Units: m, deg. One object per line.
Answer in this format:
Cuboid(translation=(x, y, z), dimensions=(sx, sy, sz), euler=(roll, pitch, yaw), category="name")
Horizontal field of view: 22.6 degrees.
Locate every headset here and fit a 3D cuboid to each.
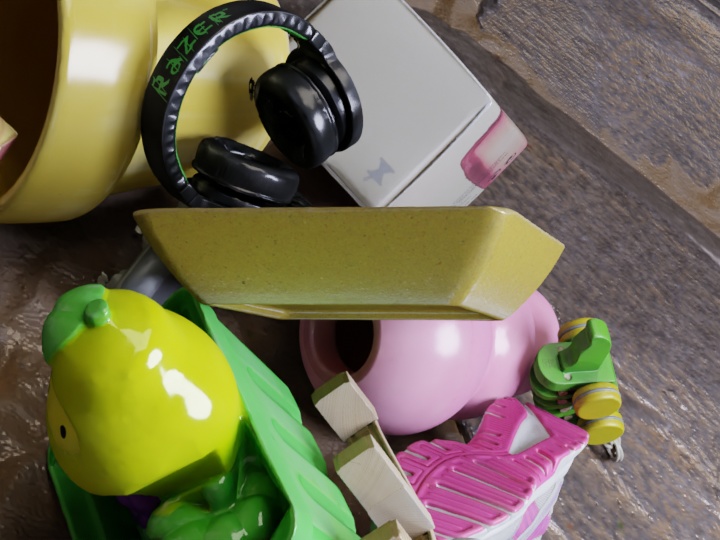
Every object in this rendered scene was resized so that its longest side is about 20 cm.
Cuboid(translation=(-0.059, -0.076, 1.061), dimensions=(0.094, 0.124, 0.200), euler=(31, -13, 43), category="headset")

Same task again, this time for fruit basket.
Cuboid(translation=(-0.103, 0.097, 0.910), dimensions=(0.215, 0.156, 0.216), euler=(38, 16, -13), category="fruit basket")

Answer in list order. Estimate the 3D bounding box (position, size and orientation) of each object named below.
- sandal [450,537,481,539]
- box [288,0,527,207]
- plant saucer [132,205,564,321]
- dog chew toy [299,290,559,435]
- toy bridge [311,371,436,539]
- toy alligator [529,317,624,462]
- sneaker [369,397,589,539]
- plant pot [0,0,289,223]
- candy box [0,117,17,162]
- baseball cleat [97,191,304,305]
Cuboid(translation=(0.092, 0.184, 0.935), dimensions=(0.202, 0.050, 0.083), euler=(30, 55, -62), category="sandal")
Cuboid(translation=(0.025, -0.107, 1.218), dimensions=(0.128, 0.109, 0.200), euler=(48, 6, 10), category="box")
Cuboid(translation=(0.000, 0.000, 0.987), dimensions=(0.200, 0.199, 0.049), euler=(18, 73, -74), category="plant saucer")
Cuboid(translation=(0.055, 0.043, 1.162), dimensions=(0.199, 0.125, 0.125), euler=(4, 49, -47), category="dog chew toy")
Cuboid(translation=(0.013, 0.120, 0.961), dimensions=(0.067, 0.027, 0.200), euler=(54, 6, -21), category="toy bridge")
Cuboid(translation=(0.141, 0.087, 1.183), dimensions=(0.054, 0.200, 0.060), euler=(-12, 60, 4), category="toy alligator")
Cuboid(translation=(0.069, 0.148, 1.077), dimensions=(0.081, 0.089, 0.200), euler=(26, 24, 27), category="sneaker")
Cuboid(translation=(-0.152, -0.127, 1.090), dimensions=(0.188, 0.201, 0.201), euler=(1, 52, -41), category="plant pot")
Cuboid(translation=(-0.298, -0.095, 1.006), dimensions=(0.200, 0.116, 0.055), euler=(42, 39, 4), category="candy box")
Cuboid(translation=(-0.077, -0.007, 1.138), dimensions=(0.106, 0.070, 0.200), euler=(41, 39, 2), category="baseball cleat")
